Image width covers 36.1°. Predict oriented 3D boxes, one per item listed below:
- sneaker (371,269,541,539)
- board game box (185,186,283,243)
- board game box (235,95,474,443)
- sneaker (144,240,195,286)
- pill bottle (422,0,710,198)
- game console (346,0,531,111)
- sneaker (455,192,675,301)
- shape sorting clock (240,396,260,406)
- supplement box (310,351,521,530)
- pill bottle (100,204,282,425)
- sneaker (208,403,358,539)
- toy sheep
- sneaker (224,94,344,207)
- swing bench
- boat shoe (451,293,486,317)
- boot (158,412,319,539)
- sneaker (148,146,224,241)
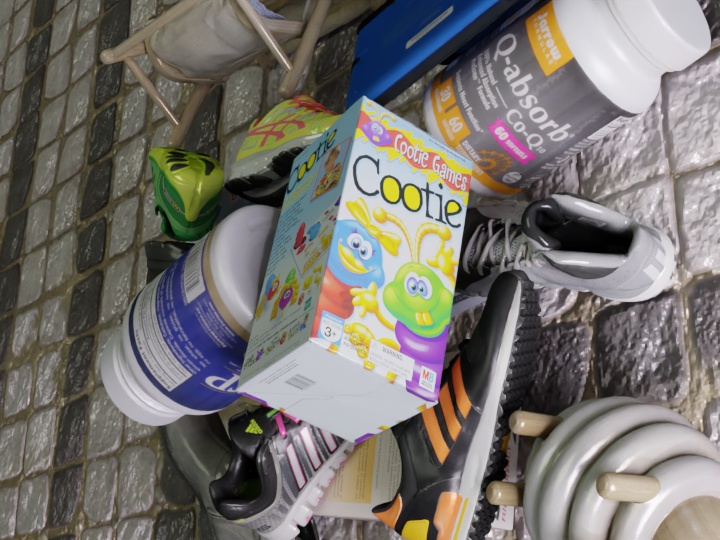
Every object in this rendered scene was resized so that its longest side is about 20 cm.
[{"bbox_3d":[0.060,0.092,0.751,0.089,0.070,0.202,14,94,21],"label":"sneaker"},{"bbox_3d":[-0.089,-0.018,1.059,0.200,0.041,0.201,-37,47,30],"label":"board game box"},{"bbox_3d":[0.000,0.000,0.776,0.105,0.103,0.201,-35,36,49],"label":"board game box"},{"bbox_3d":[-0.134,0.023,1.011,0.199,0.076,0.092,7,89,53],"label":"sneaker"},{"bbox_3d":[0.151,-0.148,0.829,0.200,0.116,0.117,-34,52,37],"label":"pill bottle"},{"bbox_3d":[0.099,-0.195,0.873,0.200,0.118,0.172,-34,35,38],"label":"game console"},{"bbox_3d":[0.114,-0.026,0.779,0.199,0.115,0.076,1,77,27],"label":"sneaker"},{"bbox_3d":[-0.069,0.036,1.073,0.199,0.039,0.201,-25,53,39],"label":"shape sorting clock"},{"bbox_3d":[0.031,0.138,0.887,0.199,0.073,0.127,-10,69,49],"label":"supplement box"},{"bbox_3d":[-0.119,0.046,0.879,0.200,0.119,0.120,-35,51,39],"label":"pill bottle"},{"bbox_3d":[-0.056,0.123,0.868,0.074,0.087,0.201,42,108,50],"label":"sneaker"},{"bbox_3d":[0.160,0.140,0.693,0.139,0.137,0.200,-64,31,9],"label":"toy sheep"},{"bbox_3d":[-0.047,-0.119,0.973,0.199,0.078,0.091,-8,62,45],"label":"sneaker"},{"bbox_3d":[-0.115,-0.245,1.107,0.198,0.130,0.200,-17,26,45],"label":"swing bench"},{"bbox_3d":[0.055,0.009,0.922,0.199,0.068,0.057,-25,58,33],"label":"boat shoe"},{"bbox_3d":[-0.104,0.183,1.009,0.130,0.068,0.201,-22,87,41],"label":"boot"},{"bbox_3d":[-0.175,-0.074,1.073,0.200,0.074,0.084,-131,53,-75],"label":"sneaker"}]
